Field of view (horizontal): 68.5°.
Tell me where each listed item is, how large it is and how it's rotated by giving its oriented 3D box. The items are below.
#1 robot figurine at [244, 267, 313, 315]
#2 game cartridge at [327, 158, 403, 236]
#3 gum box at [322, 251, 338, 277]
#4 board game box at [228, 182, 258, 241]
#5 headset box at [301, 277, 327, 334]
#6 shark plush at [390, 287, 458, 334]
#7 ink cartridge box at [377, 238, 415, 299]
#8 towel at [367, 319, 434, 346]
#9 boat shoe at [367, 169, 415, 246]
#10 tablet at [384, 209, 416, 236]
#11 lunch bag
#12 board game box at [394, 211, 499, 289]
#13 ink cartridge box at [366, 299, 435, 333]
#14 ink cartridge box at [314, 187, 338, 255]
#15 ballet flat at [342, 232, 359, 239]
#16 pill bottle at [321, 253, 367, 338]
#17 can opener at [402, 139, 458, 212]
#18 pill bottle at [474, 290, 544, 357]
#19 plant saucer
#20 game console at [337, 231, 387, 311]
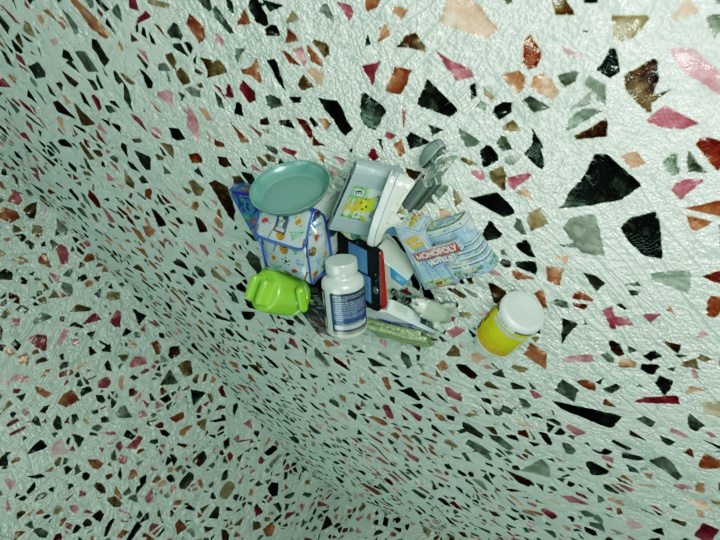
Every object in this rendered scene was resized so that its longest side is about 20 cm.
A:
[{"bbox_3d":[-0.218,0.063,1.442,0.175,0.116,0.200,21,-177,37],"label":"robot figurine"},{"bbox_3d":[0.017,-0.158,1.208,0.133,0.041,0.200,7,136,-22],"label":"game cartridge"},{"bbox_3d":[-0.080,0.012,1.572,0.113,0.066,0.200,16,142,29],"label":"gum box"},{"bbox_3d":[-0.288,-0.164,1.575,0.152,0.045,0.200,12,140,35],"label":"board game box"},{"bbox_3d":[-0.105,0.115,1.593,0.148,0.075,0.200,-2,132,44],"label":"headset box"},{"bbox_3d":[0.163,0.106,1.408,0.199,0.091,0.083,14,-177,-21],"label":"shark plush"},{"bbox_3d":[0.063,0.011,1.434,0.116,0.067,0.200,38,148,1],"label":"ink cartridge box"},{"bbox_3d":[0.116,0.190,1.572,0.199,0.037,0.148,12,167,23],"label":"towel"},{"bbox_3d":[0.069,-0.126,1.168,0.070,0.071,0.200,21,128,1],"label":"boat shoe"},{"bbox_3d":[0.053,-0.141,1.304,0.199,0.014,0.130,12,139,33],"label":"tablet"},{"bbox_3d":[-0.170,-0.084,1.339,0.170,0.124,0.200,19,132,25],"label":"lunch bag"},{"bbox_3d":[0.181,-0.058,1.224,0.200,0.062,0.200,-15,123,47],"label":"board game box"},{"bbox_3d":[0.082,0.123,1.495,0.198,0.044,0.200,25,164,-38],"label":"ink cartridge box"},{"bbox_3d":[-0.135,-0.139,1.422,0.145,0.083,0.200,23,145,22],"label":"ink cartridge box"},{"bbox_3d":[-0.025,-0.156,1.290,0.069,0.070,0.200,27,142,16],"label":"ballet flat"},{"bbox_3d":[-0.042,0.064,1.361,0.111,0.111,0.201,13,120,33],"label":"pill bottle"},{"bbox_3d":[0.140,-0.201,1.126,0.067,0.053,0.200,66,152,16],"label":"can opener"},{"bbox_3d":[0.350,0.139,1.277,0.109,0.109,0.200,33,147,7],"label":"pill bottle"},{"bbox_3d":[-0.167,-0.192,1.277,0.200,0.200,0.036,19,144,27],"label":"plant saucer"},{"bbox_3d":[0.000,0.000,1.389,0.200,0.031,0.177,30,134,50],"label":"game console"}]
